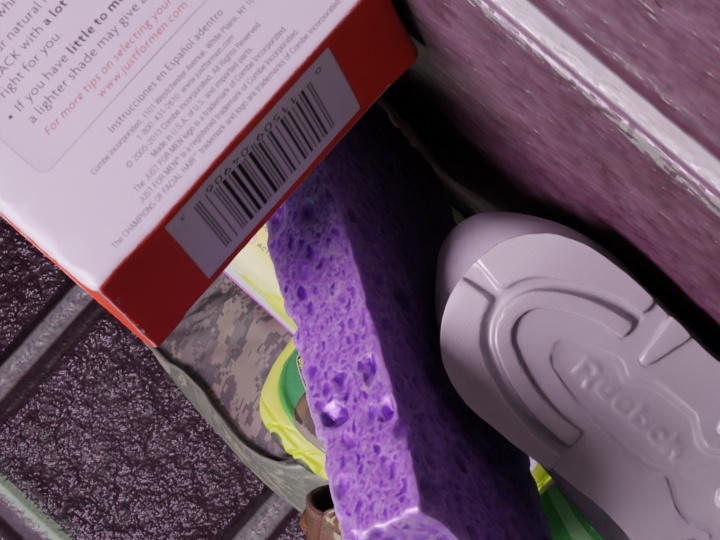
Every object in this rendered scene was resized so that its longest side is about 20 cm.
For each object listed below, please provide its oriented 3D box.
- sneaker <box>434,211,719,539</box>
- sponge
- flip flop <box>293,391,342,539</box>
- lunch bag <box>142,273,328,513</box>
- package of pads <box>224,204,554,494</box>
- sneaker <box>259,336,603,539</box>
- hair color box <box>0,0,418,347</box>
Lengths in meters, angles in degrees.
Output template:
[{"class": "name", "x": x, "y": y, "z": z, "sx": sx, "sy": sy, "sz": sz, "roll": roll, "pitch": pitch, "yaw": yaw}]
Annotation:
[{"class": "sneaker", "x": 0.098, "y": 0.059, "z": 0.766, "sx": 0.200, "sy": 0.076, "sz": 0.081, "roll": 50, "pitch": -179, "yaw": -11}, {"class": "sponge", "x": 0.011, "y": 0.022, "z": 0.769, "sx": 0.112, "sy": 0.030, "sz": 0.200, "roll": 47, "pitch": -159, "yaw": -47}, {"class": "flip flop", "x": 0.009, "y": 0.103, "z": 1.016, "sx": 0.081, "sy": 0.058, "sz": 0.200, "roll": 34, "pitch": 165, "yaw": 16}, {"class": "lunch bag", "x": -0.002, "y": 0.086, "z": 1.419, "sx": 0.164, "sy": 0.118, "sz": 0.200, "roll": 47, "pitch": 177, "yaw": -40}, {"class": "package of pads", "x": 0.000, "y": 0.000, "z": 0.949, "sx": 0.200, "sy": 0.068, "sz": 0.155, "roll": 41, "pitch": 175, "yaw": 0}, {"class": "sneaker", "x": 0.056, "y": 0.075, "z": 1.119, "sx": 0.200, "sy": 0.084, "sz": 0.074, "roll": 24, "pitch": -165, "yaw": -2}, {"class": "hair color box", "x": -0.096, "y": -0.086, "z": 0.707, "sx": 0.200, "sy": 0.111, "sz": 0.064, "roll": 40, "pitch": 175, "yaw": 18}]
